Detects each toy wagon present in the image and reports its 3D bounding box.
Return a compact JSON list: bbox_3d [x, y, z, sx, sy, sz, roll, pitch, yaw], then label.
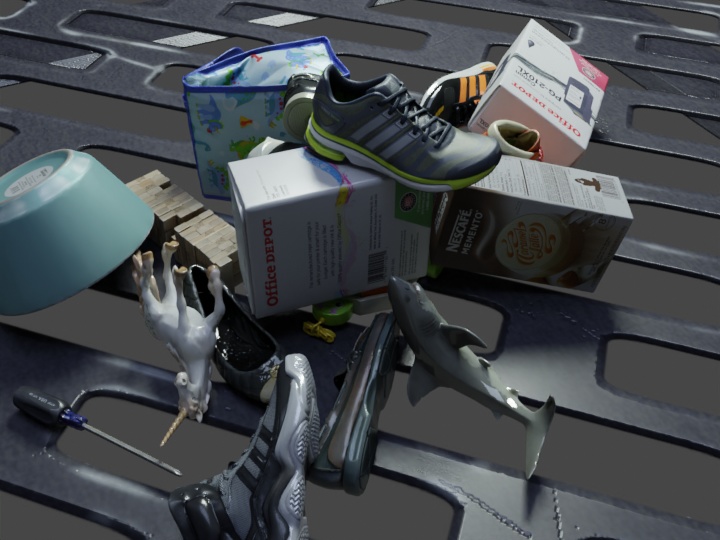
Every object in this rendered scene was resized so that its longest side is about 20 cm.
[{"bbox_3d":[0.000,0.000,0.893,0.152,0.040,0.201,20,46,20],"label":"toy wagon"}]

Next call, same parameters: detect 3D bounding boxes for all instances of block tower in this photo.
[{"bbox_3d":[-0.202,-0.045,0.929,0.057,0.055,0.199,-32,52,-30],"label":"block tower"}]

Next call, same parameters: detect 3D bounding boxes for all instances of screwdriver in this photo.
[{"bbox_3d":[-0.245,0.151,0.737,0.196,0.029,0.029,18,16,15],"label":"screwdriver"}]

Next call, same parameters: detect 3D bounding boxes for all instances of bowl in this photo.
[{"bbox_3d":[-0.335,-0.055,0.849,0.197,0.106,0.202,-18,31,11],"label":"bowl"}]

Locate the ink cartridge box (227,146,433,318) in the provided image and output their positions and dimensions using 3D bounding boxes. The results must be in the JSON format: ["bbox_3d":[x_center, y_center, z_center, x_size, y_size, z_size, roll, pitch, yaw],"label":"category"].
[{"bbox_3d":[-0.030,-0.050,0.810,0.196,0.147,0.085,-14,45,-15],"label":"ink cartridge box"}]

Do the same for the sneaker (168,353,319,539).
[{"bbox_3d":[-0.096,0.166,0.654,0.111,0.076,0.204,1,66,7],"label":"sneaker"}]

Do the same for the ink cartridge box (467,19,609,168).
[{"bbox_3d":[0.246,-0.230,1.074,0.143,0.085,0.201,34,47,-5],"label":"ink cartridge box"}]

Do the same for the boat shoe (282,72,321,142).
[{"bbox_3d":[0.009,-0.156,0.852,0.196,0.072,0.068,19,35,-22],"label":"boat shoe"}]

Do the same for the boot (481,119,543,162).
[{"bbox_3d":[0.195,-0.117,0.937,0.197,0.107,0.076,10,52,-37],"label":"boot"}]

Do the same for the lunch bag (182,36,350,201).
[{"bbox_3d":[-0.117,-0.183,0.993,0.196,0.173,0.128,-16,44,-15],"label":"lunch bag"}]

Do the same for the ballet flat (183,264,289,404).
[{"bbox_3d":[-0.129,0.068,0.804,0.066,0.058,0.199,-31,51,-28],"label":"ballet flat"}]

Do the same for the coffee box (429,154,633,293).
[{"bbox_3d":[0.182,-0.055,0.876,0.195,0.116,0.081,9,42,-6],"label":"coffee box"}]

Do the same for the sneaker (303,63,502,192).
[{"bbox_3d":[0.036,-0.134,0.732,0.196,0.082,0.074,16,45,15],"label":"sneaker"}]

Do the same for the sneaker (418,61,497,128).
[{"bbox_3d":[0.166,-0.243,1.138,0.089,0.071,0.199,30,48,33],"label":"sneaker"}]

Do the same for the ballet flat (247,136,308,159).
[{"bbox_3d":[-0.098,-0.104,0.896,0.068,0.200,0.069,-41,82,-18],"label":"ballet flat"}]

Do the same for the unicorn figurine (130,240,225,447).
[{"bbox_3d":[-0.179,0.057,0.782,0.072,0.141,0.200,-3,21,-23],"label":"unicorn figurine"}]

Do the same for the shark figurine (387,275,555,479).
[{"bbox_3d":[0.093,0.110,0.768,0.089,0.128,0.214,-44,74,-9],"label":"shark figurine"}]

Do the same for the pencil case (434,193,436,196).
[{"bbox_3d":[0.044,-0.125,0.959,0.196,0.092,0.087,-3,77,-33],"label":"pencil case"}]

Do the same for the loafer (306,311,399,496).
[{"bbox_3d":[-0.007,0.115,0.750,0.061,0.073,0.202,4,44,13],"label":"loafer"}]
